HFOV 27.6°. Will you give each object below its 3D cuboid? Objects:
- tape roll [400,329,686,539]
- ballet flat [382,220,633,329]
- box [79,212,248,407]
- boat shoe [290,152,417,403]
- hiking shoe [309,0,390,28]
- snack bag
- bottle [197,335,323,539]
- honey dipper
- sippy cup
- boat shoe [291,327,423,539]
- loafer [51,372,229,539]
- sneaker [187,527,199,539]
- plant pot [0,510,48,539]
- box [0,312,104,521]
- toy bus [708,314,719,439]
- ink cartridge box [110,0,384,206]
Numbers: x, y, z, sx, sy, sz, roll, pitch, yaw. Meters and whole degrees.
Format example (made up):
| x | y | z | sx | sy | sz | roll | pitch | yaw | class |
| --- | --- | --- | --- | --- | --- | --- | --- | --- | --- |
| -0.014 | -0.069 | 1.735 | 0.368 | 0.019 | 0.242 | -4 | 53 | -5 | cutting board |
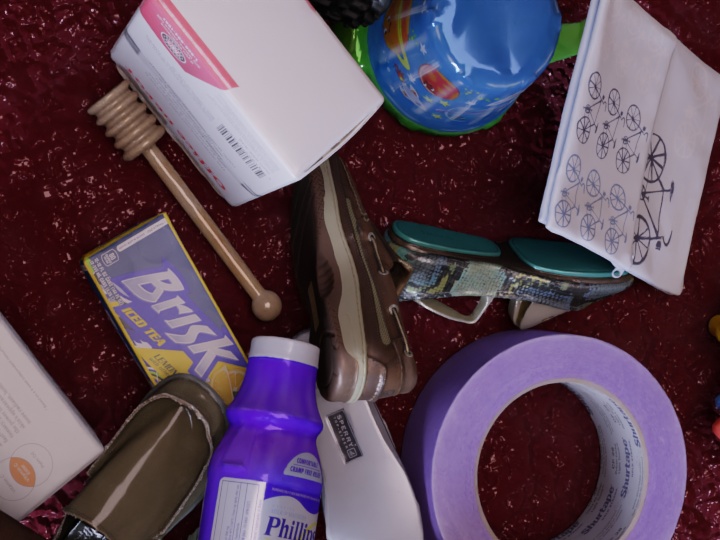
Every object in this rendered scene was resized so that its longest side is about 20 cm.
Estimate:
| x | y | z | sx | sy | sz | roll | pitch | yaw | class |
| --- | --- | --- | --- | --- | --- | --- | --- | --- | --- |
| 0.135 | 0.146 | 1.086 | 0.197 | 0.085 | 0.203 | 0 | 91 | -14 | tape roll |
| 0.105 | 0.009 | 1.096 | 0.197 | 0.074 | 0.075 | 9 | 88 | -12 | ballet flat |
| -0.120 | 0.062 | 1.033 | 0.070 | 0.064 | 0.202 | -31 | 97 | -12 | box |
| -0.002 | 0.004 | 1.028 | 0.074 | 0.075 | 0.204 | 3 | 57 | -18 | boat shoe |
| -0.024 | -0.216 | 0.985 | 0.074 | 0.200 | 0.087 | 29 | 86 | -26 | hiking shoe |
| 0.208 | -0.089 | 1.074 | 0.199 | 0.021 | 0.191 | 26 | 74 | -45 | snack bag |
| -0.063 | 0.146 | 0.947 | 0.065 | 0.083 | 0.203 | 1 | 76 | 29 | bottle |
| -0.121 | -0.045 | 1.050 | 0.038 | 0.038 | 0.201 | -38 | 103 | -11 | honey dipper |
| 0.078 | -0.169 | 1.048 | 0.177 | 0.130 | 0.140 | -39 | 99 | -11 | sippy cup |
| -0.006 | 0.138 | 1.061 | 0.071 | 0.066 | 0.202 | -23 | 90 | 5 | boat shoe |
| -0.154 | 0.159 | 0.983 | 0.075 | 0.070 | 0.201 | 33 | 108 | 3 | loafer |
| -0.142 | 0.229 | 1.003 | 0.198 | 0.074 | 0.120 | -12 | 123 | -22 | sneaker |
| -0.221 | 0.234 | 0.860 | 0.197 | 0.200 | 0.202 | 32 | 82 | -28 | plant pot |
| -0.288 | 0.130 | 0.974 | 0.199 | 0.097 | 0.125 | -38 | 99 | -11 | box |
| 0.366 | 0.081 | 1.128 | 0.199 | 0.136 | 0.193 | 38 | 95 | -14 | toy bus |
| -0.082 | -0.128 | 0.972 | 0.085 | 0.200 | 0.146 | -41 | 99 | -16 | ink cartridge box |
